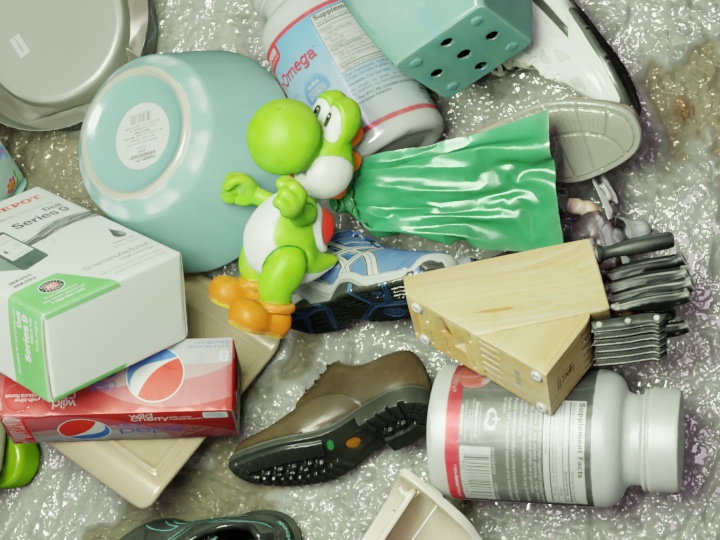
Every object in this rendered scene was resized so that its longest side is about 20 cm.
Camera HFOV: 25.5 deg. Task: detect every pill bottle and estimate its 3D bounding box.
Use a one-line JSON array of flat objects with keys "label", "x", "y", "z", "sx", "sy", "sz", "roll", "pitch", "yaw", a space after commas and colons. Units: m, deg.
[{"label": "pill bottle", "x": 0.159, "y": 0.134, "z": 1.288, "sx": 0.198, "sy": 0.111, "sz": 0.112, "roll": 1, "pitch": 82, "yaw": 15}, {"label": "pill bottle", "x": -0.018, "y": -0.180, "z": 1.382, "sx": 0.108, "sy": 0.109, "sz": 0.201, "roll": -32, "pitch": 75, "yaw": 9}]

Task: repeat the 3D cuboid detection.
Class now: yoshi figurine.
[{"label": "yoshi figurine", "x": -0.070, "y": -0.055, "z": 1.274, "sx": 0.112, "sy": 0.112, "sz": 0.202, "roll": 25, "pitch": 100, "yaw": 13}]

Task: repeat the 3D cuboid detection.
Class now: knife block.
[{"label": "knife block", "x": 0.158, "y": 0.015, "z": 1.263, "sx": 0.199, "sy": 0.064, "sz": 0.176, "roll": 29, "pitch": 65, "yaw": 27}]

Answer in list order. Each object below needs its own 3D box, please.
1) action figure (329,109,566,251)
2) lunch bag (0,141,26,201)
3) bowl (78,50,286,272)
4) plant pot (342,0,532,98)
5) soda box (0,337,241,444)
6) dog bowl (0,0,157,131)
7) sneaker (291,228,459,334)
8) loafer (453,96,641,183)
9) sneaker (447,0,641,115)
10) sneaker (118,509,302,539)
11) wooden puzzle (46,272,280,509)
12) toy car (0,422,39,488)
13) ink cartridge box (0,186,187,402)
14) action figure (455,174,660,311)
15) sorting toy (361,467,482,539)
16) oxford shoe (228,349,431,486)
[{"label": "action figure", "x": 0.067, "y": -0.065, "z": 1.304, "sx": 0.198, "sy": 0.055, "sz": 0.119, "roll": -3, "pitch": 98, "yaw": 20}, {"label": "lunch bag", "x": -0.397, "y": -0.049, "z": 1.408, "sx": 0.121, "sy": 0.171, "sz": 0.202, "roll": 10, "pitch": 63, "yaw": 16}, {"label": "bowl", "x": -0.166, "y": -0.107, "z": 1.376, "sx": 0.199, "sy": 0.105, "sz": 0.203, "roll": -7, "pitch": 76, "yaw": 30}, {"label": "plant pot", "x": 0.055, "y": -0.257, "z": 1.322, "sx": 0.141, "sy": 0.141, "sz": 0.202, "roll": -31, "pitch": 62, "yaw": 24}, {"label": "soda box", "x": -0.202, "y": 0.101, "z": 1.346, "sx": 0.198, "sy": 0.064, "sz": 0.071, "roll": -2, "pitch": 64, "yaw": 1}, {"label": "dog bowl", "x": -0.279, "y": -0.222, "z": 1.485, "sx": 0.198, "sy": 0.059, "sz": 0.202, "roll": -2, "pitch": 81, "yaw": 15}, {"label": "sneaker", "x": 0.000, "y": 0.000, "z": 1.342, "sx": 0.199, "sy": 0.075, "sz": 0.078, "roll": -9, "pitch": 63, "yaw": 40}, {"label": "loafer", "x": 0.142, "y": -0.108, "z": 1.332, "sx": 0.198, "sy": 0.063, "sz": 0.072, "roll": -14, "pitch": 109, "yaw": 26}, {"label": "sneaker", "x": 0.149, "y": -0.179, "z": 1.366, "sx": 0.115, "sy": 0.076, "sz": 0.201, "roll": -39, "pitch": 66, "yaw": 16}, {"label": "sneaker", "x": -0.151, "y": 0.245, "z": 1.374, "sx": 0.198, "sy": 0.079, "sz": 0.076, "roll": -17, "pitch": 78, "yaw": 14}, {"label": "wooden puzzle", "x": -0.196, "y": 0.086, "z": 1.409, "sx": 0.184, "sy": 0.037, "sz": 0.201, "roll": 32, "pitch": 70, "yaw": 17}, {"label": "toy car", "x": -0.416, "y": 0.133, "z": 1.429, "sx": 0.198, "sy": 0.164, "sz": 0.160, "roll": -7, "pitch": 80, "yaw": 26}, {"label": "ink cartridge box", "x": -0.263, "y": 0.015, "z": 1.327, "sx": 0.199, "sy": 0.145, "sz": 0.085, "roll": 23, "pitch": 126, "yaw": 38}, {"label": "action figure", "x": 0.156, "y": -0.006, "z": 1.335, "sx": 0.198, "sy": 0.069, "sz": 0.131, "roll": -20, "pitch": 71, "yaw": 8}, {"label": "sorting toy", "x": 0.056, "y": 0.294, "z": 1.306, "sx": 0.179, "sy": 0.107, "sz": 0.201, "roll": 35, "pitch": 92, "yaw": 9}, {"label": "oxford shoe", "x": -0.026, "y": 0.127, "z": 1.371, "sx": 0.199, "sy": 0.073, "sz": 0.085, "roll": -23, "pitch": 49, "yaw": 17}]
